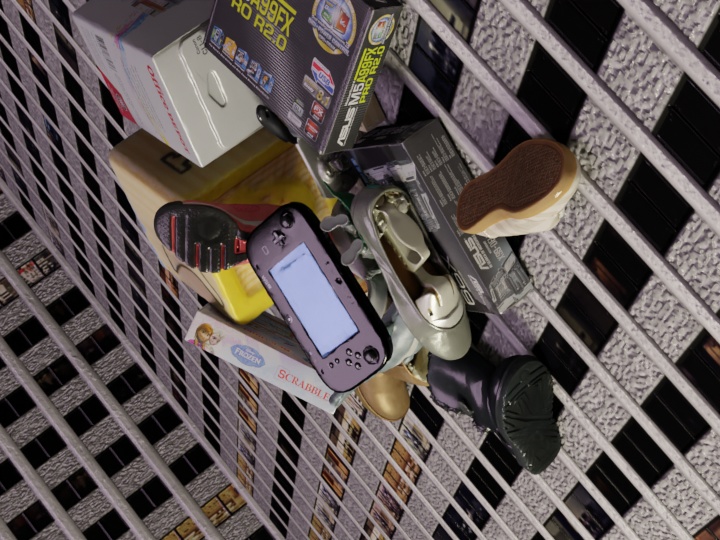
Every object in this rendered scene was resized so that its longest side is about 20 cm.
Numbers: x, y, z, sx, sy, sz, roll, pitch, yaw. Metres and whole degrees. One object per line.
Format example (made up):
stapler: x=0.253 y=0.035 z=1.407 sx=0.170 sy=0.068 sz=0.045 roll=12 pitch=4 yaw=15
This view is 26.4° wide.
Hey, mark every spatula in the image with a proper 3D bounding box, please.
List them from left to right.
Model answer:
spatula: x=-0.068 y=-0.143 z=1.664 sx=0.200 sy=0.020 sz=0.057 roll=24 pitch=-122 yaw=-63

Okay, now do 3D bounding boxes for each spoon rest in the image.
spoon rest: x=0.000 y=0.000 z=1.707 sx=0.060 sy=0.202 sz=0.099 roll=-20 pitch=138 yaw=29

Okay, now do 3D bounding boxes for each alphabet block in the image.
alphabet block: x=-0.152 y=-0.089 z=1.846 sx=0.200 sy=0.196 sz=0.196 roll=34 pitch=155 yaw=47

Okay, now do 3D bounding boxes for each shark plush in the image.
shark plush: x=0.026 y=0.065 z=1.718 sx=0.091 sy=0.199 sz=0.083 roll=58 pitch=-163 yaw=20

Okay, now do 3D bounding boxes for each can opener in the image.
can opener: x=-0.063 y=-0.166 z=1.616 sx=0.067 sy=0.053 sz=0.201 roll=18 pitch=140 yaw=63

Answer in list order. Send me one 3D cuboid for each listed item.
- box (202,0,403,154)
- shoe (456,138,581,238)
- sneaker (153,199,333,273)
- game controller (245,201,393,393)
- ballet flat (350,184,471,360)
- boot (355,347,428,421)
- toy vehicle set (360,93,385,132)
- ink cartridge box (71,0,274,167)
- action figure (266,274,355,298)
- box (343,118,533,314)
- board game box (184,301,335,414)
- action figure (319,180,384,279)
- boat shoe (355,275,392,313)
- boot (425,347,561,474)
box: x=-0.060 y=-0.233 z=1.467 sx=0.200 sy=0.044 sz=0.161 roll=44 pitch=130 yaw=29
shoe: x=0.148 y=-0.069 z=1.354 sx=0.053 sy=0.071 sz=0.200 roll=14 pitch=168 yaw=-19
sneaker: x=-0.130 y=-0.040 z=1.700 sx=0.087 sy=0.197 sz=0.075 roll=-99 pitch=18 yaw=-73
game controller: x=-0.045 y=0.029 z=1.617 sx=0.104 sy=0.042 sz=0.201 roll=-36 pitch=82 yaw=30
ballet flat: x=0.058 y=0.004 z=1.523 sx=0.201 sy=0.067 sz=0.064 roll=58 pitch=155 yaw=-10
boot: x=0.045 y=0.128 z=1.959 sx=0.176 sy=0.066 sz=0.200 roll=58 pitch=161 yaw=-15
toy vehicle set: x=-0.057 y=-0.219 z=1.634 sx=0.199 sy=0.026 sz=0.125 roll=24 pitch=146 yaw=58
ink cartridge box: x=-0.187 y=-0.232 z=1.660 sx=0.200 sy=0.144 sz=0.146 roll=34 pitch=153 yaw=48
action figure: x=-0.051 y=0.003 z=1.747 sx=0.065 sy=0.200 sz=0.052 roll=-24 pitch=92 yaw=30
box: x=0.078 y=-0.053 z=1.557 sx=0.201 sy=0.050 sz=0.157 roll=59 pitch=163 yaw=-14
board game box: x=-0.104 y=0.097 z=1.883 sx=0.198 sy=0.041 sz=0.200 roll=26 pitch=-173 yaw=2
action figure: x=0.013 y=-0.034 z=1.651 sx=0.119 sy=0.054 sz=0.200 roll=61 pitch=-166 yaw=10
boat shoe: x=-0.026 y=0.029 z=1.957 sx=0.069 sy=0.074 sz=0.199 roll=60 pitch=153 yaw=-10
boot: x=0.135 y=0.125 z=1.696 sx=0.168 sy=0.076 sz=0.201 roll=37 pitch=162 yaw=34
